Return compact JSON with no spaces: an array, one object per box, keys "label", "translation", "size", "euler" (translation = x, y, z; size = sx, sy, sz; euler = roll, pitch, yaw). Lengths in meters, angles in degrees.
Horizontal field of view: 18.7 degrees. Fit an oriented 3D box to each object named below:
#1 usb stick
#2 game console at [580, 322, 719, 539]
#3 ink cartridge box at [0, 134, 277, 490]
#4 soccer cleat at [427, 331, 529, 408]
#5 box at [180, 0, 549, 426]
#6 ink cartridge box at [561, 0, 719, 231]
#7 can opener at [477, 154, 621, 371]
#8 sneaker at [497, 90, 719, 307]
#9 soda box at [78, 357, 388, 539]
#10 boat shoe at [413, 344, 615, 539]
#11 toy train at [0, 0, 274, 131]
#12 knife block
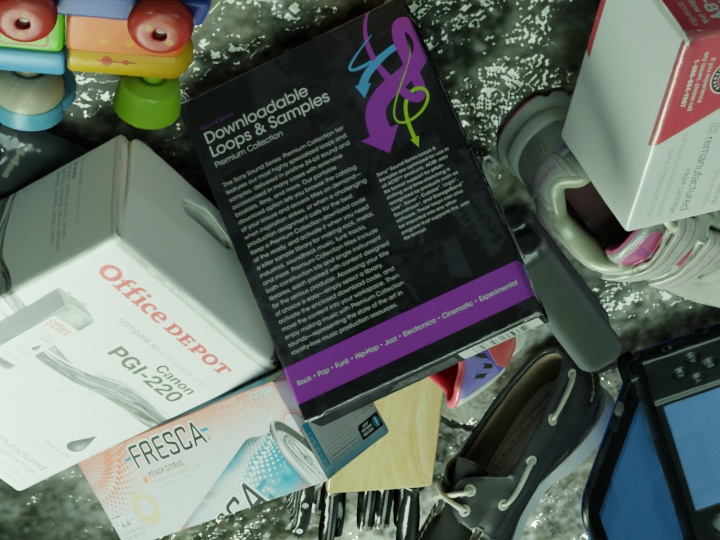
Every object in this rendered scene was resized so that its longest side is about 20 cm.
[{"label":"usb stick","translation":[-0.145,-0.043,1.266],"size":[0.200,0.033,0.055],"euler":[24,120,-25]},{"label":"game console","translation":[0.230,0.147,1.419],"size":[0.170,0.118,0.200],"euler":[-19,133,4]},{"label":"ink cartridge box","translation":[-0.166,0.028,1.255],"size":[0.200,0.085,0.146],"euler":[-28,132,24]},{"label":"soccer cleat","translation":[0.000,0.000,1.249],"size":[0.200,0.073,0.068],"euler":[35,143,7]},{"label":"box","translation":[0.000,-0.033,1.212],"size":[0.143,0.200,0.036],"euler":[-25,166,9]},{"label":"ink cartridge box","translation":[0.228,-0.116,1.207],"size":[0.200,0.083,0.145],"euler":[-13,140,-22]},{"label":"can opener","translation":[0.090,-0.007,1.326],"size":[0.066,0.053,0.200],"euler":[-35,128,14]},{"label":"sneaker","translation":[0.170,-0.023,1.292],"size":[0.200,0.088,0.081],"euler":[25,119,-17]},{"label":"soda box","translation":[-0.080,0.105,1.304],"size":[0.200,0.064,0.068],"euler":[-24,98,45]},{"label":"boat shoe","translation":[0.081,0.134,1.380],"size":[0.200,0.074,0.060],"euler":[-48,126,-10]},{"label":"toy train","translation":[-0.105,-0.123,1.177],"size":[0.200,0.085,0.116],"euler":[4,137,-6]},{"label":"knife block","translation":[0.022,0.094,1.382],"size":[0.200,0.064,0.176],"euler":[-39,125,17]}]
